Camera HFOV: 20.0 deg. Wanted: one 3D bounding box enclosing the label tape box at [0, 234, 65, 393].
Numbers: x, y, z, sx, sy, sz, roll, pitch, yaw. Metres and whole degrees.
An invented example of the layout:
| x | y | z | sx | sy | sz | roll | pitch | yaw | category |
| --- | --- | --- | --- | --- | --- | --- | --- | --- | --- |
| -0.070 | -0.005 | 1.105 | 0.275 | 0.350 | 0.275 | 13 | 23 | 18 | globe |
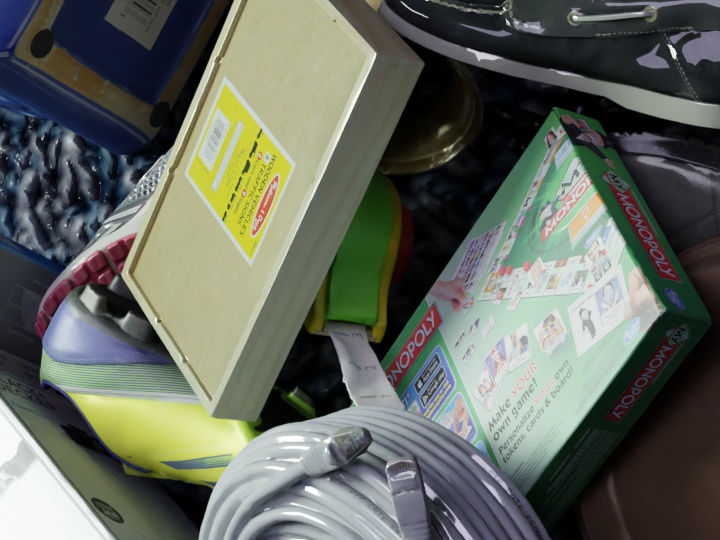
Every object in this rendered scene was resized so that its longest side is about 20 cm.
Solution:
| x | y | z | sx | sy | sz | roll | pitch | yaw | category |
| --- | --- | --- | --- | --- | --- | --- | --- | --- | --- |
| -0.245 | 0.068 | 1.114 | 0.066 | 0.143 | 0.200 | 25 | 86 | 39 | label tape box |

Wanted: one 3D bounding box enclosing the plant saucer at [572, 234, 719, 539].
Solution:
| x | y | z | sx | sy | sz | roll | pitch | yaw | category |
| --- | --- | --- | --- | --- | --- | --- | --- | --- | --- |
| 0.169 | 0.080 | 0.860 | 0.200 | 0.029 | 0.201 | -2 | 86 | 36 | plant saucer |

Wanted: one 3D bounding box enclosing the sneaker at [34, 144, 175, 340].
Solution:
| x | y | z | sx | sy | sz | roll | pitch | yaw | category |
| --- | --- | --- | --- | --- | --- | --- | --- | --- | --- |
| -0.093 | -0.021 | 1.099 | 0.200 | 0.081 | 0.075 | -43 | 24 | 12 | sneaker |

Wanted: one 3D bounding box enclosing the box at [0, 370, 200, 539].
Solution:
| x | y | z | sx | sy | sz | roll | pitch | yaw | category |
| --- | --- | --- | --- | --- | --- | --- | --- | --- | --- |
| -0.135 | 0.135 | 1.028 | 0.060 | 0.117 | 0.200 | -52 | 51 | 6 | box |

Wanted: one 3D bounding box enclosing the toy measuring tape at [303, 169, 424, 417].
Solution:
| x | y | z | sx | sy | sz | roll | pitch | yaw | category |
| --- | --- | --- | --- | --- | --- | --- | --- | --- | --- |
| 0.000 | 0.000 | 0.969 | 0.074 | 0.074 | 0.200 | -44 | 31 | 11 | toy measuring tape |

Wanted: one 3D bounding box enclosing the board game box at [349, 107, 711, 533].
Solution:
| x | y | z | sx | sy | sz | roll | pitch | yaw | category |
| --- | --- | --- | --- | --- | --- | --- | --- | --- | --- |
| 0.068 | 0.046 | 0.921 | 0.200 | 0.029 | 0.135 | -57 | 36 | 31 | board game box |

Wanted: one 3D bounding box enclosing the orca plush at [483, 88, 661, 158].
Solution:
| x | y | z | sx | sy | sz | roll | pitch | yaw | category |
| --- | --- | --- | --- | --- | --- | --- | --- | --- | --- |
| 0.139 | -0.126 | 0.975 | 0.200 | 0.071 | 0.105 | -28 | 57 | 23 | orca plush |

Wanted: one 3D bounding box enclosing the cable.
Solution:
| x | y | z | sx | sy | sz | roll | pitch | yaw | category |
| --- | --- | --- | --- | --- | --- | --- | --- | --- | --- |
| 0.009 | 0.157 | 0.887 | 0.200 | 0.069 | 0.200 | -15 | 99 | 51 | cable |

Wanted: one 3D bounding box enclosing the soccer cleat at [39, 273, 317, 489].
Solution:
| x | y | z | sx | sy | sz | roll | pitch | yaw | category |
| --- | --- | --- | --- | --- | --- | --- | --- | --- | --- |
| -0.081 | 0.083 | 1.036 | 0.200 | 0.065 | 0.084 | 36 | 114 | 19 | soccer cleat |

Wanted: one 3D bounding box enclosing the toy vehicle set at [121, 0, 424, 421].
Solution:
| x | y | z | sx | sy | sz | roll | pitch | yaw | category |
| --- | --- | --- | --- | --- | --- | --- | --- | --- | --- |
| -0.048 | -0.044 | 0.972 | 0.124 | 0.026 | 0.200 | 53 | 126 | 45 | toy vehicle set |

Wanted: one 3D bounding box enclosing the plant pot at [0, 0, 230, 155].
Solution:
| x | y | z | sx | sy | sz | roll | pitch | yaw | category |
| --- | --- | --- | --- | --- | --- | --- | --- | --- | --- |
| -0.178 | -0.187 | 1.147 | 0.180 | 0.200 | 0.200 | 28 | 88 | 32 | plant pot |

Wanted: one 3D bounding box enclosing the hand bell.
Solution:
| x | y | z | sx | sy | sz | roll | pitch | yaw | category |
| --- | --- | --- | --- | --- | --- | --- | --- | --- | --- |
| 0.023 | -0.158 | 1.066 | 0.104 | 0.104 | 0.200 | -15 | 46 | 29 | hand bell |

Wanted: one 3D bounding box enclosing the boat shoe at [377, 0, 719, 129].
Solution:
| x | y | z | sx | sy | sz | roll | pitch | yaw | category |
| --- | --- | --- | --- | --- | --- | --- | --- | --- | --- |
| 0.100 | -0.116 | 0.923 | 0.200 | 0.072 | 0.068 | 17 | 112 | 28 | boat shoe |

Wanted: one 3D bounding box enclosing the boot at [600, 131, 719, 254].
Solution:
| x | y | z | sx | sy | sz | roll | pitch | yaw | category |
| --- | --- | --- | --- | --- | --- | --- | --- | --- | --- |
| 0.149 | 0.007 | 0.921 | 0.200 | 0.068 | 0.131 | 0 | 77 | 36 | boot |
